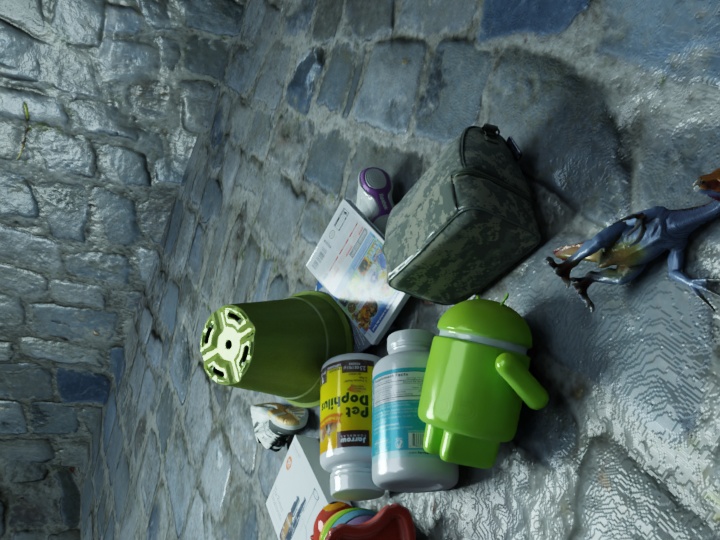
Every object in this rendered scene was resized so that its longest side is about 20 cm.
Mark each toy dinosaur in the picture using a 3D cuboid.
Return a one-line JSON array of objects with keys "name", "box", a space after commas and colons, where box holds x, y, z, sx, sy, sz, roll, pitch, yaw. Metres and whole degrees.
[{"name": "toy dinosaur", "box": [0.274, -0.043, 0.688, 0.181, 0.105, 0.200, -39, 26, 18]}]

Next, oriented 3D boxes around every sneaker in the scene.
[{"name": "sneaker", "box": [0.035, -0.078, 1.200, 0.100, 0.075, 0.200, 102, 165, -57]}, {"name": "sneaker", "box": [-0.151, 0.305, 1.344, 0.200, 0.076, 0.088, 169, 99, -64]}]

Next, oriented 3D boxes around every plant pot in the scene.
[{"name": "plant pot", "box": [-0.146, 0.122, 1.127, 0.200, 0.190, 0.200, -6, 79, 36]}]

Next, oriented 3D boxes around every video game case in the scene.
[{"name": "video game case", "box": [0.000, 0.000, 1.130, 0.200, 0.018, 0.143, 48, 120, 32]}, {"name": "video game case", "box": [-0.040, 0.090, 1.180, 0.200, 0.019, 0.143, -40, 61, 27]}]

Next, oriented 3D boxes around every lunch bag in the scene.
[{"name": "lunch bag", "box": [0.125, -0.075, 0.923, 0.200, 0.139, 0.168, -46, 39, 42]}]

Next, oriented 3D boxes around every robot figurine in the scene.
[{"name": "robot figurine", "box": [0.135, 0.124, 0.822, 0.175, 0.116, 0.200, 174, 110, -70]}]

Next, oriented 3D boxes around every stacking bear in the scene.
[{"name": "stacking bear", "box": [-0.012, 0.379, 0.981, 0.200, 0.121, 0.114, 158, 97, -69]}]

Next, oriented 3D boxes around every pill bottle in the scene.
[{"name": "pill bottle", "box": [0.070, 0.182, 0.922, 0.111, 0.111, 0.200, -37, 43, 50]}, {"name": "pill bottle", "box": [-0.006, 0.232, 1.042, 0.109, 0.109, 0.200, -41, 41, 47]}]

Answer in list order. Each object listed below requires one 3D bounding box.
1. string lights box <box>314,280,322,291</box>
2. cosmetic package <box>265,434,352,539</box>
[{"name": "string lights box", "box": [-0.047, 0.078, 1.256, 0.103, 0.059, 0.200, 28, 101, 60]}, {"name": "cosmetic package", "box": [-0.091, 0.398, 1.183, 0.151, 0.052, 0.200, -65, 28, 11]}]
